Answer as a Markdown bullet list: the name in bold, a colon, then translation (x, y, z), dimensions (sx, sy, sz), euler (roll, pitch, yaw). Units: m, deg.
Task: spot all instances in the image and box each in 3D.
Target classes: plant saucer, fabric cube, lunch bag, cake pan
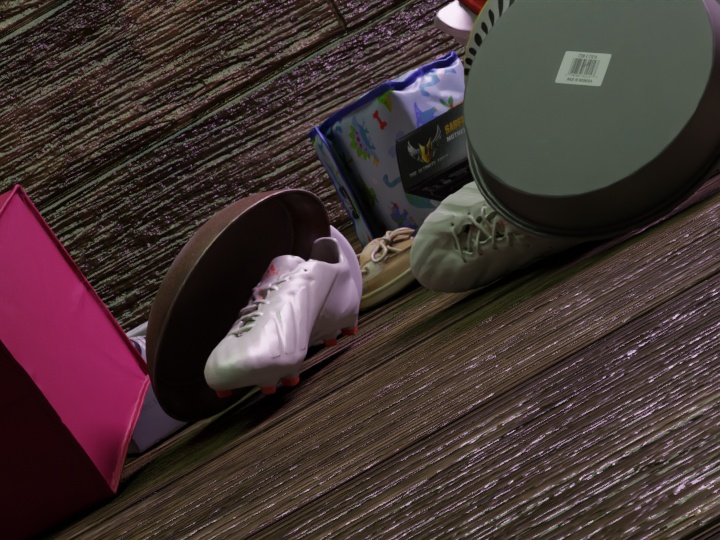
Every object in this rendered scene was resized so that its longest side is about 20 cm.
- **plant saucer**: translation (-0.098, 0.021, 1.289), dimensions (0.200, 0.034, 0.201), euler (-42, -29, -30)
- **fabric cube**: translation (-0.299, 0.092, 1.266), dimensions (0.199, 0.201, 0.196), euler (-29, 18, 12)
- **lunch bag**: translation (0.040, -0.094, 1.657), dimensions (0.127, 0.171, 0.200), euler (-28, 2, -35)
- **cake pan**: translation (0.148, -0.116, 1.073), dimensions (0.200, 0.201, 0.037), euler (-28, -37, 18)

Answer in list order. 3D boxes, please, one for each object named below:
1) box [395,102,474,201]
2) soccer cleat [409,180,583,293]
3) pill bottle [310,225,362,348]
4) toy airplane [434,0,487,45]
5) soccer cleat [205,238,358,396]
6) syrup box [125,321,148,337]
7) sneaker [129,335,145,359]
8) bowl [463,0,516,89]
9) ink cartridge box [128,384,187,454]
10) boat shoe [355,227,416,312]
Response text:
- **box**: translation (0.152, -0.107, 1.355), dimensions (0.158, 0.049, 0.200), euler (10, -27, -43)
- **soccer cleat**: translation (0.110, -0.035, 1.137), dimensions (0.199, 0.070, 0.078), euler (-24, 9, 28)
- **pill bottle**: translation (-0.090, 0.027, 1.481), dimensions (0.111, 0.111, 0.200), euler (-32, 4, -31)
- **toy airplane**: translation (0.151, -0.175, 1.446), dimensions (0.198, 0.200, 0.141), euler (-8, 39, 37)
- **soccer cleat**: translation (-0.060, 0.033, 1.230), dimensions (0.069, 0.078, 0.200), euler (-6, 13, 25)
- **syrup box**: translation (-0.182, 0.077, 1.762), dimensions (0.199, 0.079, 0.081), euler (-27, 4, 28)
- **sneaker**: translation (-0.181, 0.075, 1.620), dimensions (0.200, 0.075, 0.116), euler (-39, -19, 1)
- **bowl**: translation (0.177, -0.124, 1.182), dimensions (0.200, 0.201, 0.094), euler (-29, 32, 13)
- **ink cartridge box**: translation (-0.180, 0.114, 1.475), dimensions (0.109, 0.051, 0.200), euler (-32, 3, -20)
- **boat shoe**: translation (0.001, -0.001, 1.516), dimensions (0.200, 0.063, 0.073), euler (-26, 5, 43)
